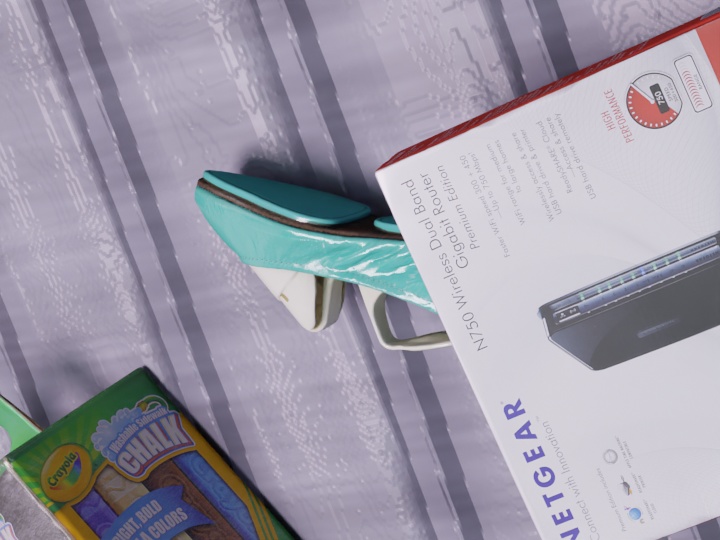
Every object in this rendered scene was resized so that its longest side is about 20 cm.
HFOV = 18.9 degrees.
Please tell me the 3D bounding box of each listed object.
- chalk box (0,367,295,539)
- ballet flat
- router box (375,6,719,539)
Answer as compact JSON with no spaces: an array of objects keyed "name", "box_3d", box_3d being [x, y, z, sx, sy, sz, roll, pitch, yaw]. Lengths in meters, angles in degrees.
[{"name":"chalk box","box_3d":[-0.144,0.147,1.164,0.200,0.124,0.124,49,128,7]},{"name":"ballet flat","box_3d":[0.000,0.000,1.037,0.199,0.067,0.071,11,101,27]},{"name":"router box","box_3d":[0.129,0.009,0.938,0.178,0.049,0.201,-24,97,17]}]
